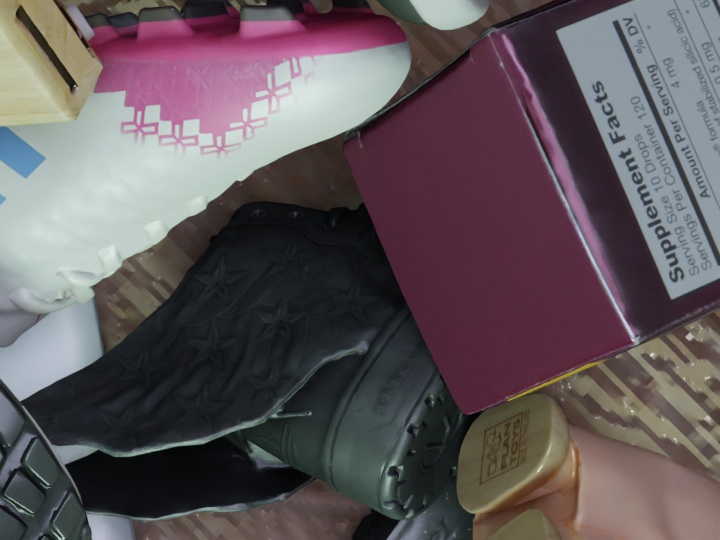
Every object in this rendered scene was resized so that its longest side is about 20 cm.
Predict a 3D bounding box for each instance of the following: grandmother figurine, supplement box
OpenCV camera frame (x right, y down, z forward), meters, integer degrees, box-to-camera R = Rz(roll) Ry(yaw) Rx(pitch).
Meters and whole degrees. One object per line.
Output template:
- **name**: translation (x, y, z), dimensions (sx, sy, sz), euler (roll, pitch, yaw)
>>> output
- **grandmother figurine**: translation (0.118, 0.092, 0.843), dimensions (0.200, 0.061, 0.122), euler (23, 63, -28)
- **supplement box**: translation (0.111, -0.044, 0.793), dimensions (0.200, 0.110, 0.086), euler (-23, 88, -24)

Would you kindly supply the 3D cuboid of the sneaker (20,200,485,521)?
- **sneaker**: translation (0.000, 0.002, 0.857), dimensions (0.104, 0.060, 0.200), euler (20, 53, 26)

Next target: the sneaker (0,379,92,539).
- **sneaker**: translation (-0.155, 0.028, 0.801), dimensions (0.200, 0.088, 0.076), euler (32, 92, 0)

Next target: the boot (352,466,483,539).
- **boot**: translation (0.023, 0.160, 0.852), dimensions (0.132, 0.070, 0.200), euler (36, 87, -8)

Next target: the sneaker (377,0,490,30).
- **sneaker**: translation (-0.037, -0.101, 0.764), dimensions (0.099, 0.200, 0.071), euler (-31, 131, 2)

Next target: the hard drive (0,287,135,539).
- **hard drive**: translation (-0.139, 0.034, 0.863), dimensions (0.131, 0.027, 0.201), euler (-9, 86, -7)

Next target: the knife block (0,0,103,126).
- **knife block**: translation (-0.179, -0.068, 0.785), dimensions (0.175, 0.200, 0.064), euler (-35, 132, -1)

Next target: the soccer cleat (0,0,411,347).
- **soccer cleat**: translation (-0.072, -0.025, 0.801), dimensions (0.199, 0.070, 0.087), euler (-5, 97, 28)
